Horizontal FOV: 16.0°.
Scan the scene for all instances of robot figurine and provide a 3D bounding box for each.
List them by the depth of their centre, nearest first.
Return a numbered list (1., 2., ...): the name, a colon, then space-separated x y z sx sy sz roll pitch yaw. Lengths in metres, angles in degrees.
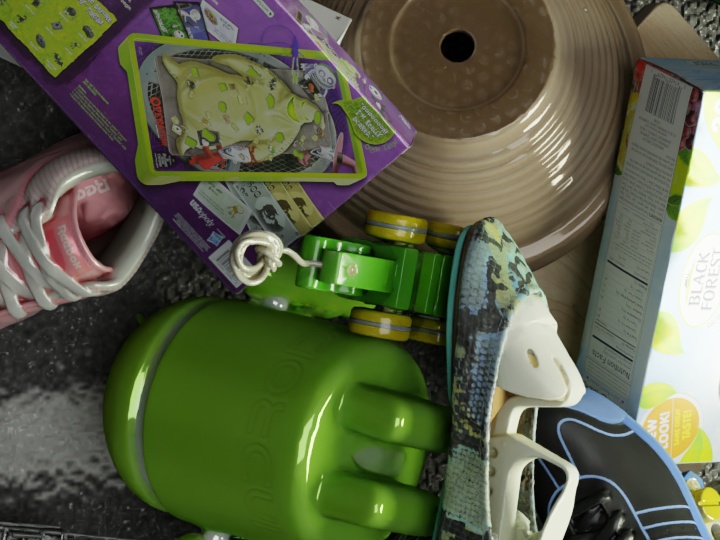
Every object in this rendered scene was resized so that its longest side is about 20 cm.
1. robot figurine: -0.046 0.078 1.290 0.116 0.199 0.176 12 90 -55

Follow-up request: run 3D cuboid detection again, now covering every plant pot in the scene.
1. plant pot: 0.048 -0.099 1.303 0.200 0.093 0.202 -1 76 3

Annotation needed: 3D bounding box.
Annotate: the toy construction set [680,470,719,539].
1. toy construction set: 0.221 0.186 1.363 0.131 0.092 0.201 -29 109 -49

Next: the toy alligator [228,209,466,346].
1. toy alligator: 0.000 0.000 1.237 0.199 0.054 0.060 9 91 -42

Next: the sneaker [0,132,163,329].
1. sneaker: -0.181 -0.005 1.273 0.200 0.105 0.076 -32 107 -12

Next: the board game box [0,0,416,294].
1. board game box: -0.083 -0.099 1.221 0.120 0.032 0.200 -38 100 24

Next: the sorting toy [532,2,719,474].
1. sorting toy: 0.150 -0.008 1.403 0.199 0.070 0.200 -46 107 -9

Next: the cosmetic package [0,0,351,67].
1. cosmetic package: -0.113 -0.124 1.261 0.199 0.051 0.083 24 114 1

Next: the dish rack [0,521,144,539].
1. dish rack: -0.124 0.204 1.344 0.199 0.055 0.154 7 92 -18

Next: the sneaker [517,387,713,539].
1. sneaker: 0.137 0.146 1.261 0.070 0.078 0.200 -36 95 23

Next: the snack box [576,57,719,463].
1. snack box: 0.206 -0.004 1.324 0.168 0.068 0.201 1 108 -29

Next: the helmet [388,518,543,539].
1. helmet: 0.063 0.220 1.332 0.191 0.200 0.200 44 82 -21

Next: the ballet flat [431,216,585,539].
1. ballet flat: 0.075 0.076 1.226 0.074 0.074 0.201 3 93 -19

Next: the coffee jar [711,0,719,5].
1. coffee jar: 0.193 -0.192 1.359 0.199 0.104 0.086 21 50 -35
